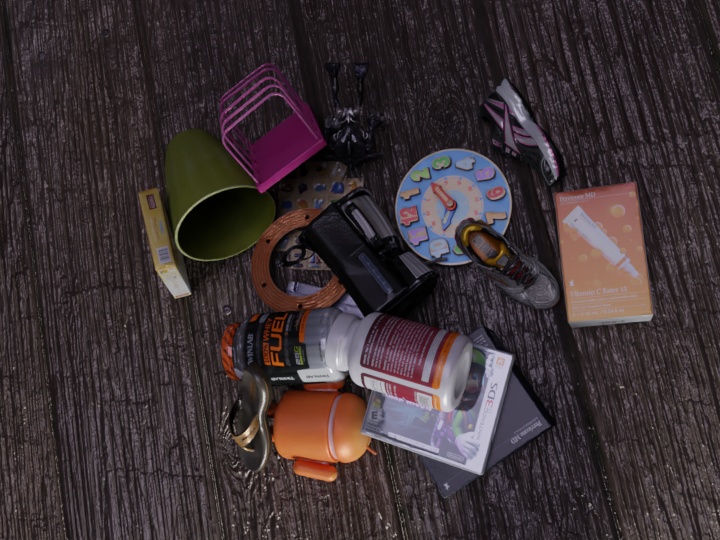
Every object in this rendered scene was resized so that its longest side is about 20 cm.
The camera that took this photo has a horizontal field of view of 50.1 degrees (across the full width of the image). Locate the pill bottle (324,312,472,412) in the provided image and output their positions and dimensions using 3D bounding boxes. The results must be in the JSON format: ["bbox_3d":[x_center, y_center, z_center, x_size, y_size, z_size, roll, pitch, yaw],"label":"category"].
[{"bbox_3d":[0.055,0.126,1.126,0.198,0.113,0.114,14,86,20],"label":"pill bottle"}]

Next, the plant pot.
[{"bbox_3d":[-0.276,-0.154,1.388,0.187,0.187,0.201,-36,60,10],"label":"plant pot"}]

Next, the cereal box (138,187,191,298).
[{"bbox_3d":[-0.346,-0.043,1.374,0.039,0.200,0.145,-15,75,-9],"label":"cereal box"}]

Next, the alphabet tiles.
[{"bbox_3d":[-0.075,-0.100,1.392,0.165,0.006,0.202,1,82,19],"label":"alphabet tiles"}]

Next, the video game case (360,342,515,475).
[{"bbox_3d":[0.114,0.188,1.166,0.198,0.023,0.184,15,85,22],"label":"video game case"}]

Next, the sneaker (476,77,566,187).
[{"bbox_3d":[0.262,-0.212,1.270,0.086,0.080,0.201,-36,64,23],"label":"sneaker"}]

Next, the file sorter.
[{"bbox_3d":[-0.161,-0.256,1.324,0.138,0.126,0.200,-35,30,8],"label":"file sorter"}]

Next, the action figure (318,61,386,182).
[{"bbox_3d":[-0.014,-0.261,1.350,0.118,0.102,0.202,2,109,10],"label":"action figure"}]

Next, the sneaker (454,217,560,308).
[{"bbox_3d":[0.230,-0.006,1.225,0.199,0.082,0.078,36,98,4],"label":"sneaker"}]

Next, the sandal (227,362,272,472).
[{"bbox_3d":[-0.181,0.241,1.238,0.082,0.054,0.202,35,130,34],"label":"sandal"}]

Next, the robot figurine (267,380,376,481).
[{"bbox_3d":[-0.066,0.259,1.278,0.198,0.117,0.144,-1,37,18],"label":"robot figurine"}]

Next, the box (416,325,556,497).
[{"bbox_3d":[0.171,0.220,1.210,0.199,0.104,0.183,-36,71,11],"label":"box"}]

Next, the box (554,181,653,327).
[{"bbox_3d":[0.372,-0.020,1.182,0.123,0.097,0.202,-7,79,17],"label":"box"}]

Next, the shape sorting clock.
[{"bbox_3d":[0.155,-0.108,1.299,0.198,0.039,0.202,-3,81,18],"label":"shape sorting clock"}]

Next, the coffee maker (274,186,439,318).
[{"bbox_3d":[0.000,0.000,1.261,0.192,0.134,0.201,-45,67,20],"label":"coffee maker"}]

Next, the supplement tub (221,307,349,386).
[{"bbox_3d":[-0.121,0.129,1.278,0.198,0.122,0.124,-7,80,17],"label":"supplement tub"}]

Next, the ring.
[{"bbox_3d":[-0.098,-0.015,1.356,0.198,0.019,0.202,-5,70,14],"label":"ring"}]

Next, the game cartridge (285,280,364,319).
[{"bbox_3d":[-0.047,0.099,1.339,0.198,0.038,0.131,12,90,20],"label":"game cartridge"}]

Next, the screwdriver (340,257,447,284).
[{"bbox_3d":[0.056,0.002,1.317,0.198,0.029,0.028,-13,76,18],"label":"screwdriver"}]
